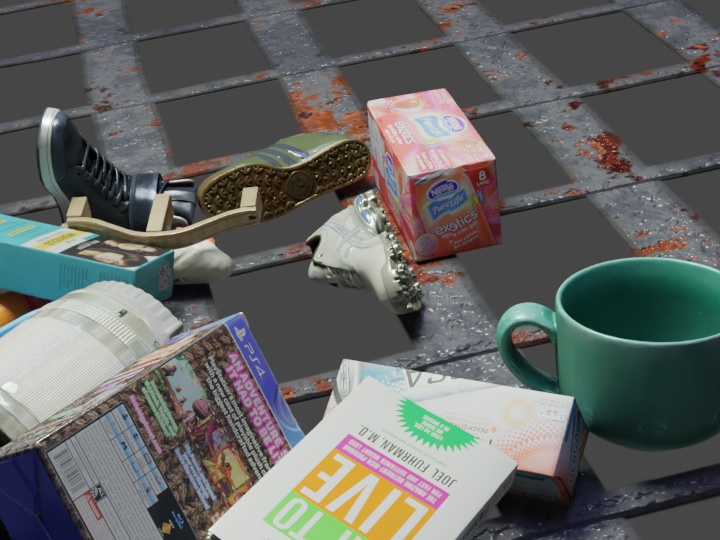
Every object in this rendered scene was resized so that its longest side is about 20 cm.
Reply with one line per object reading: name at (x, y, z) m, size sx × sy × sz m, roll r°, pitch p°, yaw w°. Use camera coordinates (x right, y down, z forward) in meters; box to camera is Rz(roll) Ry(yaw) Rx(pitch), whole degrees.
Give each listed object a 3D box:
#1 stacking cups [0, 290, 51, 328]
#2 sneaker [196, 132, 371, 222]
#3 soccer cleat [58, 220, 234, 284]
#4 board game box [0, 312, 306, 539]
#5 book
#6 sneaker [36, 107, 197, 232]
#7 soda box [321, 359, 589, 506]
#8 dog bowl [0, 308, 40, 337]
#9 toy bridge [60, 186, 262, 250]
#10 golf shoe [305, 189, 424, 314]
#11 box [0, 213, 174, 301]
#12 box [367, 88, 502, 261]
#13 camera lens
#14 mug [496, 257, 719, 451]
stacking cups at (-0.379, 0.062, 1.380) m, size 0.199 × 0.061 × 0.060 m, roll -21°, pitch 32°, yaw -33°
sneaker at (-0.093, -0.106, 1.597) m, size 0.199 × 0.068 × 0.090 m, roll -19°, pitch 21°, yaw -16°
soccer cleat at (-0.225, -0.003, 1.450) m, size 0.199 × 0.069 × 0.078 m, roll 8°, pitch 61°, yaw 14°
board game box at (-0.141, 0.151, 1.023) m, size 0.097 × 0.160 × 0.200 m, roll -20°, pitch 10°, yaw 47°
book at (0.004, 0.168, 0.996) m, size 0.133 × 0.048 × 0.200 m, roll 27°, pitch 42°, yaw 20°
sneaker at (-0.245, -0.093, 1.477) m, size 0.145 × 0.203 × 0.077 m, roll 1°, pitch 56°, yaw 8°
soda box at (0.073, 0.125, 1.124) m, size 0.199 × 0.064 × 0.069 m, roll 8°, pitch 64°, yaw 24°
dog bowl at (-0.311, 0.093, 1.305) m, size 0.111 × 0.050 × 0.200 m, roll 20°, pitch 40°, yaw 39°
toy bridge at (-0.199, -0.047, 1.419) m, size 0.198 × 0.027 × 0.067 m, roll -3°, pitch 39°, yaw 5°
golf shoe at (0.000, 0.000, 1.396) m, size 0.097 × 0.079 × 0.200 m, roll -26°, pitch 25°, yaw 1°
box at (-0.286, -0.006, 1.383) m, size 0.199 × 0.050 × 0.082 m, roll 11°, pitch 18°, yaw 18°
box at (0.075, -0.105, 1.510) m, size 0.094 × 0.103 × 0.200 m, roll -12°, pitch 29°, yaw -7°
camera lens at (-0.237, 0.118, 1.132) m, size 0.159 × 0.161 × 0.200 m, roll 12°, pitch 34°, yaw 30°
mug at (0.220, 0.069, 1.153) m, size 0.184 × 0.115 × 0.152 m, roll 17°, pitch 33°, yaw 38°
